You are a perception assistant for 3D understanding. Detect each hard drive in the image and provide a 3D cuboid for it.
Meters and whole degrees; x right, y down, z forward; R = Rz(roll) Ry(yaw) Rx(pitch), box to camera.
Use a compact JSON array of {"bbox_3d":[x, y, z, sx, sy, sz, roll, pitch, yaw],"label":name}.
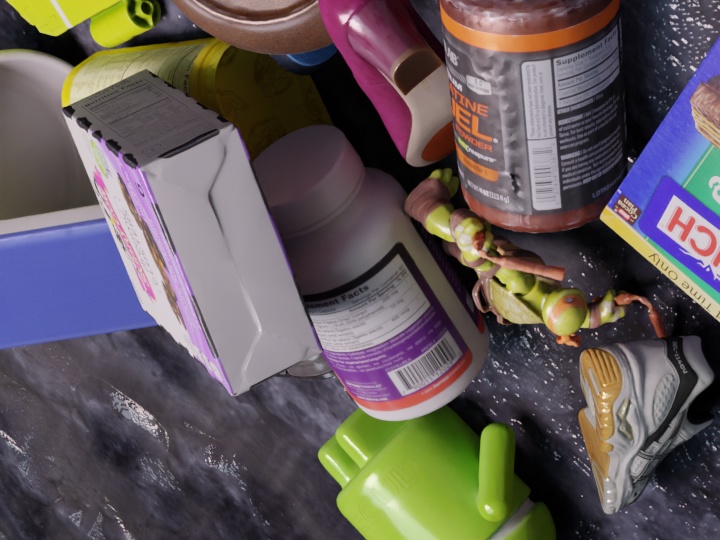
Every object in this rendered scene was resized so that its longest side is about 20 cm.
[{"bbox_3d":[-0.222,0.005,1.458,0.200,0.025,0.132,-9,142,3],"label":"hard drive"}]

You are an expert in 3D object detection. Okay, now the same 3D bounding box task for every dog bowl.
[{"bbox_3d":[-0.284,-0.073,1.540,0.079,0.200,0.200,2,123,49],"label":"dog bowl"}]

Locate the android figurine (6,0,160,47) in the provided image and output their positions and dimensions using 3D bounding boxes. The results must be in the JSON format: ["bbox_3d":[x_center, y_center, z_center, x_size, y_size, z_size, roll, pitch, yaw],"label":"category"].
[{"bbox_3d":[-0.223,-0.248,1.451,0.200,0.041,0.182,-18,108,52],"label":"android figurine"}]

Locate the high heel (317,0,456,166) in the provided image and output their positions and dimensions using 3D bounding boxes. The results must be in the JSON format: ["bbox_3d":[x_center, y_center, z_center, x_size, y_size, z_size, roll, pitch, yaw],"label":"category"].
[{"bbox_3d":[0.023,-0.135,1.235,0.096,0.067,0.200,52,175,20],"label":"high heel"}]

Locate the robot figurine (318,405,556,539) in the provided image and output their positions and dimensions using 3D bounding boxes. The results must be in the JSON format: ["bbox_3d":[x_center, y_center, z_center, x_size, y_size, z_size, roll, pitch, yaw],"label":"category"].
[{"bbox_3d":[0.063,0.181,1.468,0.200,0.116,0.176,45,146,6],"label":"robot figurine"}]

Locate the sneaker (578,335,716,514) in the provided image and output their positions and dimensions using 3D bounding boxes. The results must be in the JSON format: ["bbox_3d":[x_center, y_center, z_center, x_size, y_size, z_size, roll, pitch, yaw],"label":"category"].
[{"bbox_3d":[0.195,0.104,1.293,0.200,0.088,0.076,80,174,-66],"label":"sneaker"}]

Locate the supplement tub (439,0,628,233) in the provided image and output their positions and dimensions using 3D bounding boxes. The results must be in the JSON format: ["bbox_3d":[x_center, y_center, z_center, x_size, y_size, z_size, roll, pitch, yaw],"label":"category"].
[{"bbox_3d":[0.103,-0.129,1.152,0.107,0.107,0.200,21,135,35],"label":"supplement tub"}]

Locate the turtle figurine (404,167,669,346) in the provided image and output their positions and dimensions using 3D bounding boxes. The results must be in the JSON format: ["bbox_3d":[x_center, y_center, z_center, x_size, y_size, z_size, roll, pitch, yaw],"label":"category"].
[{"bbox_3d":[0.105,0.004,1.264,0.064,0.200,0.161,-59,43,11],"label":"turtle figurine"}]

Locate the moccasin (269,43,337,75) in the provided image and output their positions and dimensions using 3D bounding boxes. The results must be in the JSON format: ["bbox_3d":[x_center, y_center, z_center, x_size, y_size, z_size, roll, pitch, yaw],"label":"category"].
[{"bbox_3d":[-0.078,-0.215,1.309,0.200,0.080,0.068,61,151,9],"label":"moccasin"}]

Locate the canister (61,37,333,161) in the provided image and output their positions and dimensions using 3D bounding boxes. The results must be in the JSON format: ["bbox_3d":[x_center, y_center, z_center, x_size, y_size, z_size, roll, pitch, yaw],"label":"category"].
[{"bbox_3d":[-0.120,-0.101,1.435,0.200,0.087,0.149,2,125,48],"label":"canister"}]

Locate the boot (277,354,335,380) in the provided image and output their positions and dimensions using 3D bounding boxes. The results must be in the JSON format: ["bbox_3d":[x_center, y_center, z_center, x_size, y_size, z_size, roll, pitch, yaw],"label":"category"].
[{"bbox_3d":[-0.102,0.025,1.551,0.200,0.070,0.132,17,139,43],"label":"boot"}]

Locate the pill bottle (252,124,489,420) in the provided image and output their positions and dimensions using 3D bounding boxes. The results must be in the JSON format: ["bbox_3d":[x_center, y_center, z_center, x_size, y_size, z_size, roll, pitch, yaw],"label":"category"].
[{"bbox_3d":[0.000,0.000,1.341,0.111,0.111,0.200,6,140,44],"label":"pill bottle"}]

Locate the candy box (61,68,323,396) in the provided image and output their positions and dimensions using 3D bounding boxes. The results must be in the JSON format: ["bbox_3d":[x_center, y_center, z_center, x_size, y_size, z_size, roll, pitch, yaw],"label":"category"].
[{"bbox_3d":[-0.116,-0.030,1.294,0.200,0.071,0.168,34,148,63],"label":"candy box"}]

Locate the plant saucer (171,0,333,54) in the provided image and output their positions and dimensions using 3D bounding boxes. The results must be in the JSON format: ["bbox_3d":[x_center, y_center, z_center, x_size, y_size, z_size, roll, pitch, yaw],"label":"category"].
[{"bbox_3d":[-0.063,-0.233,1.220,0.200,0.034,0.201,7,107,22],"label":"plant saucer"}]

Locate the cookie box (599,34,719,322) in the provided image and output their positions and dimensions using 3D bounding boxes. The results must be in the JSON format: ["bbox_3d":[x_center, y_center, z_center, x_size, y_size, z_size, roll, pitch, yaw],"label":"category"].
[{"bbox_3d":[0.250,-0.049,1.090,0.171,0.075,0.200,41,144,11],"label":"cookie box"}]
